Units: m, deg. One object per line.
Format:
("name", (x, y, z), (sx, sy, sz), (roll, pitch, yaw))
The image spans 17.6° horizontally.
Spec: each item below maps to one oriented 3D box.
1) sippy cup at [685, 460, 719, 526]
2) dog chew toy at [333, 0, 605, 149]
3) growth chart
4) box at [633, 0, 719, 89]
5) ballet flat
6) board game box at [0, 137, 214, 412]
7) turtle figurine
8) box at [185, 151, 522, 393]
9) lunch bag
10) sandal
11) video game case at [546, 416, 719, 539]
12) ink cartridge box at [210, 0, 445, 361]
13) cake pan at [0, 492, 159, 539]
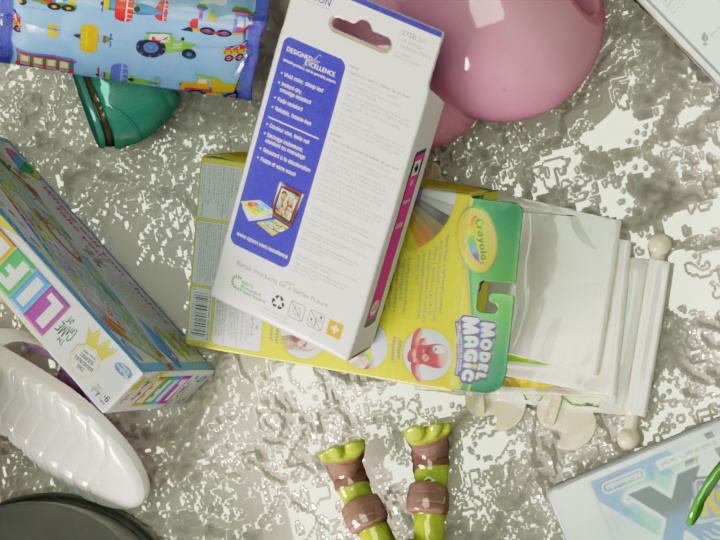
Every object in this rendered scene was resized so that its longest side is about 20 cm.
("sippy cup", (0.262, 0.174, 1.235), (0.130, 0.139, 0.178), (-55, 46, 18))
("dog chew toy", (0.038, -0.125, 1.324), (0.200, 0.124, 0.125), (-26, 82, 25))
("growth chart", (0.084, 0.018, 1.357), (0.200, 0.018, 0.145), (18, 93, 14))
("box", (0.231, -0.154, 1.303), (0.117, 0.060, 0.200), (-45, 79, 9))
("ballet flat", (-0.165, -0.171, 1.409), (0.070, 0.067, 0.200), (-24, 82, -12))
("board game box", (-0.181, -0.002, 1.365), (0.034, 0.134, 0.200), (-45, 79, 9))
("turtle figurine", (0.039, 0.173, 1.340), (0.200, 0.064, 0.162), (-15, 77, 22))
("box", (0.000, 0.000, 1.343), (0.200, 0.048, 0.118), (10, 100, 25))
("lunch bag", (-0.122, -0.215, 1.359), (0.150, 0.094, 0.200), (8, 63, -5))
("sandal", (-0.200, 0.068, 1.409), (0.202, 0.083, 0.050), (34, 54, 14))
("video game case", (0.230, 0.170, 1.314), (0.200, 0.022, 0.183), (-24, 83, 12))
("ink cartridge box", (-0.015, -0.058, 1.286), (0.095, 0.037, 0.200), (25, 115, 20))
("cake pan", (-0.198, 0.225, 1.382), (0.200, 0.037, 0.201), (-5, 69, 12))
